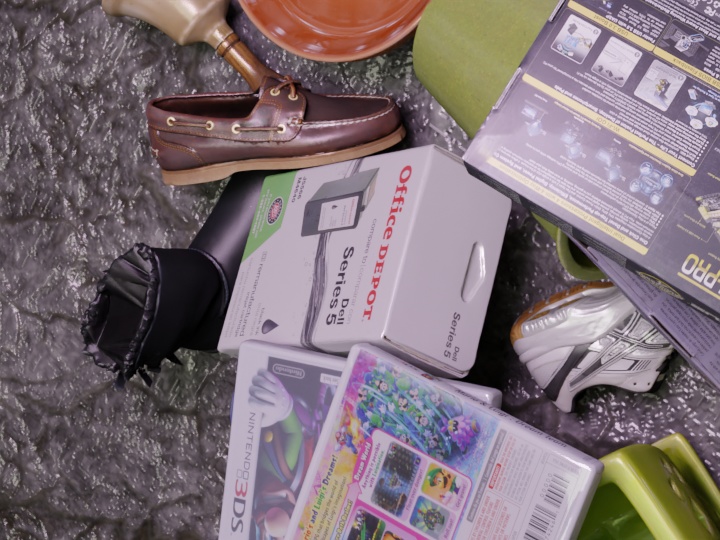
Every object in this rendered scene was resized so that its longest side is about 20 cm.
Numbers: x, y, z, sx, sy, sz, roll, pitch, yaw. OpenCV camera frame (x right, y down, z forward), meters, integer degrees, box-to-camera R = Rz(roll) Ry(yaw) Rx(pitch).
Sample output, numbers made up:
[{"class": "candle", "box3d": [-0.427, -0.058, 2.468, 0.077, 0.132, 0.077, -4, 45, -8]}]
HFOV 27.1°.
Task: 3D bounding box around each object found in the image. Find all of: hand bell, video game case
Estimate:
[{"class": "hand bell", "box3d": [-0.100, -0.175, 1.188, 0.200, 0.104, 0.104, 45, 113, 4]}, {"class": "video game case", "box3d": [-0.007, 0.152, 1.002, 0.200, 0.023, 0.182, 10, 96, 31]}, {"class": "video game case", "box3d": [0.039, 0.173, 0.947, 0.182, 0.024, 0.200, 26, 104, 28]}]

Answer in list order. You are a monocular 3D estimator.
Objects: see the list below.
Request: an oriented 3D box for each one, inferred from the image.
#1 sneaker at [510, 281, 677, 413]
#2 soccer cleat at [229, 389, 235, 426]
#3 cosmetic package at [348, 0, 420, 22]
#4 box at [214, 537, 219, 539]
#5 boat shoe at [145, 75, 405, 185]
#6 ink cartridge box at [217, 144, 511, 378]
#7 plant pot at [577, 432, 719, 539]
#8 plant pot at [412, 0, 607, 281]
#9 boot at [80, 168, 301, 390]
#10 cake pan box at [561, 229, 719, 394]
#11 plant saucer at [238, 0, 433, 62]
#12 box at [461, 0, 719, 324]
[{"class": "sneaker", "box3d": [0.208, 0.039, 1.056, 0.200, 0.076, 0.088, -24, 98, 32]}, {"class": "soccer cleat", "box3d": [-0.001, 0.127, 1.079, 0.200, 0.065, 0.084, 25, 129, 5]}, {"class": "cosmetic package", "box3d": [0.056, -0.280, 1.094, 0.101, 0.071, 0.200, 28, 106, 23]}, {"class": "box", "box3d": [-0.108, 0.232, 1.205, 0.200, 0.110, 0.035, -30, 82, 27]}, {"class": "boat shoe", "box3d": [-0.068, -0.113, 1.137, 0.199, 0.070, 0.071, -8, 111, 10]}, {"class": "ink cartridge box", "box3d": [0.000, 0.000, 1.076, 0.200, 0.084, 0.146, -7, 63, 51]}, {"class": "plant pot", "box3d": [0.177, 0.235, 1.019, 0.200, 0.181, 0.199, -35, 79, 25]}, {"class": "plant pot", "box3d": [0.139, -0.128, 1.015, 0.190, 0.200, 0.200, 41, 112, 30]}, {"class": "boot", "box3d": [-0.131, -0.007, 1.164, 0.073, 0.162, 0.199, 31, 107, 24]}, {"class": "cake pan box", "box3d": [0.244, -0.033, 0.936, 0.184, 0.200, 0.052, -48, 30, 1]}, {"class": "plant saucer", "box3d": [-0.010, -0.250, 1.074, 0.200, 0.032, 0.201, 3, 96, 29]}, {"class": "box", "box3d": [0.183, -0.077, 0.851, 0.200, 0.049, 0.161, 31, 87, 12]}]
